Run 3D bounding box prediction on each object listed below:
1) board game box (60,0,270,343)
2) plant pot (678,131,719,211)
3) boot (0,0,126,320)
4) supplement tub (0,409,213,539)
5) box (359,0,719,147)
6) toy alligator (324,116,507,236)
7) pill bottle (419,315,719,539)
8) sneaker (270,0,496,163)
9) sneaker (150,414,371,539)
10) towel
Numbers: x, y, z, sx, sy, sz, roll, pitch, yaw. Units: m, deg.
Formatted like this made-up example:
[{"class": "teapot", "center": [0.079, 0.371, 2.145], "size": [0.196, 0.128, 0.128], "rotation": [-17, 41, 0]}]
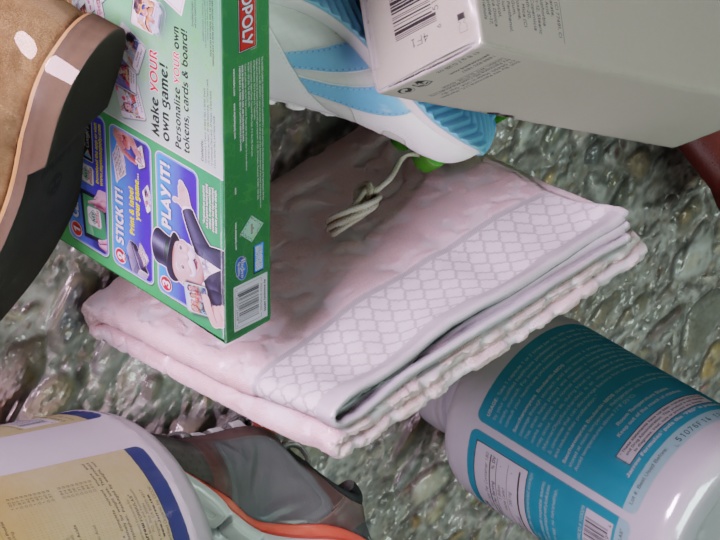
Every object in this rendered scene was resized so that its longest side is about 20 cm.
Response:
[{"class": "board game box", "center": [-0.093, -0.084, 1.245], "size": [0.029, 0.134, 0.201], "rotation": [-26, 132, -35]}, {"class": "plant pot", "center": [0.241, -0.110, 1.576], "size": [0.201, 0.201, 0.195], "rotation": [-56, 134, -5]}, {"class": "boot", "center": [-0.164, -0.043, 1.259], "size": [0.074, 0.075, 0.200], "rotation": [-50, 167, -52]}, {"class": "supplement tub", "center": [-0.177, 0.145, 1.291], "size": [0.200, 0.144, 0.145], "rotation": [-9, 121, -45]}, {"class": "box", "center": [0.093, -0.112, 1.311], "size": [0.200, 0.068, 0.082], "rotation": [9, 66, -43]}, {"class": "toy alligator", "center": [0.048, -0.089, 1.382], "size": [0.200, 0.059, 0.054], "rotation": [-35, 94, -25]}, {"class": "pill bottle", "center": [0.122, 0.094, 1.551], "size": [0.111, 0.200, 0.111], "rotation": [-28, 134, -34]}, {"class": "sneaker", "center": [-0.024, -0.106, 1.306], "size": [0.200, 0.081, 0.077], "rotation": [32, 47, -24]}, {"class": "sneaker", "center": [-0.074, 0.108, 1.461], "size": [0.077, 0.082, 0.200], "rotation": [-32, 136, 33]}, {"class": "towel", "center": [0.000, 0.000, 1.357], "size": [0.200, 0.191, 0.032], "rotation": [-32, 126, -28]}]
